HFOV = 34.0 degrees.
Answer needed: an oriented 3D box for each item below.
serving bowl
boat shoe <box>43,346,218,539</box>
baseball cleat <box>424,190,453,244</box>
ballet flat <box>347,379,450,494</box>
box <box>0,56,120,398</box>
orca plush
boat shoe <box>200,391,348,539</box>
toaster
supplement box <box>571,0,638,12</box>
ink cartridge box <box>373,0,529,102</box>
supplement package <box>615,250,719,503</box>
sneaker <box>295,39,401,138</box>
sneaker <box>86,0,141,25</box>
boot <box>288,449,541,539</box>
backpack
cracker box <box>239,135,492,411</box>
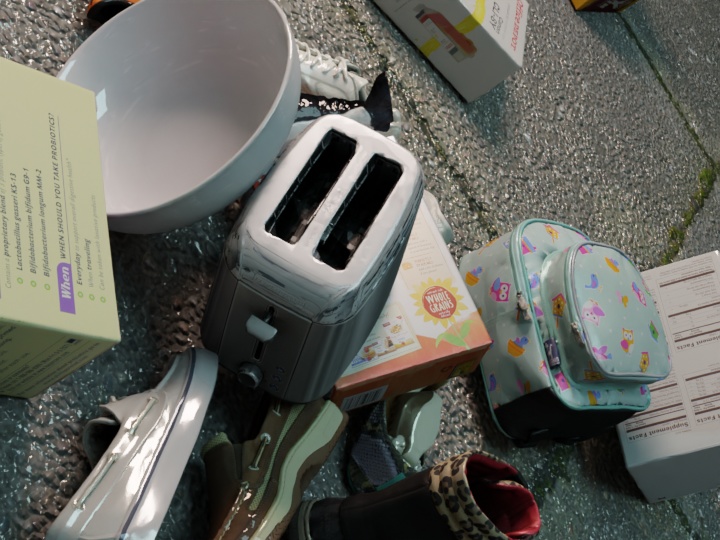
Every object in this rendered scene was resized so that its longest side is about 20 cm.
[{"bbox_3d":[-0.125,-0.104,0.814,0.066,0.198,0.202,55,26,-51],"label":"serving bowl"},{"bbox_3d":[-0.141,0.110,0.733,0.065,0.072,0.201,25,38,-8],"label":"boat shoe"},{"bbox_3d":[0.027,-0.004,0.996,0.070,0.105,0.202,66,19,-53],"label":"baseball cleat"},{"bbox_3d":[0.043,0.104,0.973,0.072,0.072,0.201,44,37,-23],"label":"ballet flat"},{"bbox_3d":[-0.250,-0.036,0.667,0.199,0.096,0.177,17,53,-47],"label":"box"},{"bbox_3d":[-0.076,-0.128,0.903,0.105,0.198,0.072,52,23,-79],"label":"orca plush"},{"bbox_3d":[-0.080,0.146,0.792,0.075,0.075,0.203,37,34,-1],"label":"boat shoe"},{"bbox_3d":[-0.027,-0.016,0.818,0.113,0.129,0.201,30,58,5],"label":"toaster"},{"bbox_3d":[0.377,-0.522,1.816,0.197,0.132,0.201,-16,78,-56],"label":"supplement box"},{"bbox_3d":[0.100,-0.316,1.344,0.200,0.083,0.146,43,37,-24],"label":"ink cartridge box"},{"bbox_3d":[0.341,0.116,1.244,0.152,0.149,0.202,48,29,-57],"label":"supplement package"},{"bbox_3d":[-0.044,-0.172,1.054,0.200,0.081,0.076,40,40,-25],"label":"sneaker"},{"bbox_3d":[-0.135,-0.161,0.943,0.200,0.070,0.090,44,43,-16],"label":"sneaker"},{"bbox_3d":[0.061,0.200,0.846,0.200,0.150,0.074,41,35,-37],"label":"boot"},{"bbox_3d":[0.190,0.048,1.125,0.175,0.153,0.201,5,55,-45],"label":"backpack"},{"bbox_3d":[0.000,0.000,0.926,0.133,0.058,0.201,-14,65,-20],"label":"cracker box"}]
